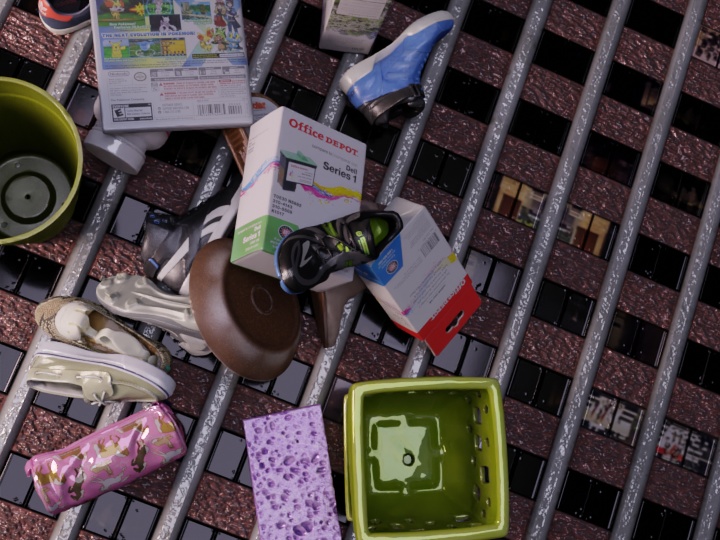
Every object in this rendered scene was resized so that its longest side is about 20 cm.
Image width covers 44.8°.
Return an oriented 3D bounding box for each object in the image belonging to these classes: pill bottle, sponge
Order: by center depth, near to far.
[{"bbox_3d":[-0.093,0.293,1.196,0.110,0.030,0.203,-8,83,-11],"label":"sponge"},{"bbox_3d":[-0.297,-0.240,1.206,0.108,0.109,0.202,26,78,-5],"label":"pill bottle"}]

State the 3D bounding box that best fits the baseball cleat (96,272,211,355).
[{"bbox_3d":[-0.266,0.067,1.183,0.198,0.107,0.070,14,48,21],"label":"baseball cleat"}]

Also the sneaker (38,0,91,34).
[{"bbox_3d":[-0.363,-0.406,1.234,0.199,0.085,0.075,-37,88,-13],"label":"sneaker"}]

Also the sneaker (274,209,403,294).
[{"bbox_3d":[-0.025,-0.033,1.066,0.199,0.082,0.071,-28,97,-38],"label":"sneaker"}]

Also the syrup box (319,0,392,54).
[{"bbox_3d":[-0.006,-0.383,1.233,0.078,0.200,0.083,6,81,-9],"label":"syrup box"}]

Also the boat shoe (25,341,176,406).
[{"bbox_3d":[-0.338,0.146,1.139,0.197,0.072,0.063,10,56,13],"label":"boat shoe"}]

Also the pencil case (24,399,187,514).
[{"bbox_3d":[-0.328,0.241,1.138,0.198,0.083,0.087,-25,78,-12],"label":"pencil case"}]

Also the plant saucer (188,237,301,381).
[{"bbox_3d":[-0.140,0.044,1.159,0.200,0.036,0.202,32,46,-40],"label":"plant saucer"}]

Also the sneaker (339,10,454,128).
[{"bbox_3d":[0.078,-0.290,1.293,0.199,0.077,0.112,-35,82,-9],"label":"sneaker"}]

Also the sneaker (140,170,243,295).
[{"bbox_3d":[-0.234,-0.074,1.209,0.111,0.073,0.202,30,78,-4],"label":"sneaker"}]

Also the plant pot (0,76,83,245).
[{"bbox_3d":[-0.443,-0.116,1.118,0.198,0.193,0.203,1,81,-9],"label":"plant pot"}]

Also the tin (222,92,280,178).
[{"bbox_3d":[-0.123,-0.156,1.230,0.112,0.042,0.202,-19,83,-56],"label":"tin"}]

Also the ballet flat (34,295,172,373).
[{"bbox_3d":[-0.342,0.084,1.163,0.198,0.075,0.068,27,76,-4],"label":"ballet flat"}]

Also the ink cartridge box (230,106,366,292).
[{"bbox_3d":[-0.078,-0.091,1.148,0.144,0.084,0.203,19,66,-33],"label":"ink cartridge box"}]

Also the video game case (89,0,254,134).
[{"bbox_3d":[-0.248,-0.276,1.156,0.197,0.022,0.185,-6,86,-16],"label":"video game case"}]

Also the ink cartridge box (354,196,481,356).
[{"bbox_3d":[0.079,0.012,1.223,0.116,0.067,0.201,-47,127,-15],"label":"ink cartridge box"}]

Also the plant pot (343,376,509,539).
[{"bbox_3d":[0.072,0.246,1.155,0.196,0.181,0.203,0,81,-10],"label":"plant pot"}]

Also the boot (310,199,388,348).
[{"bbox_3d":[0.000,0.000,1.244,0.144,0.070,0.203,-7,90,-20],"label":"boot"}]
